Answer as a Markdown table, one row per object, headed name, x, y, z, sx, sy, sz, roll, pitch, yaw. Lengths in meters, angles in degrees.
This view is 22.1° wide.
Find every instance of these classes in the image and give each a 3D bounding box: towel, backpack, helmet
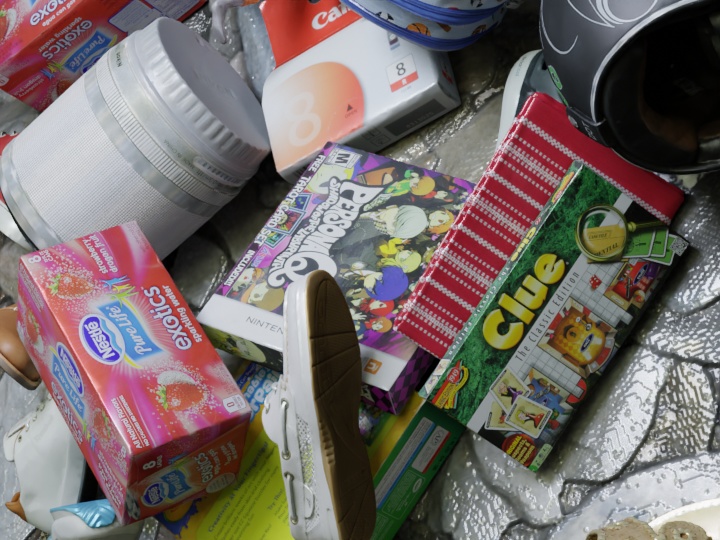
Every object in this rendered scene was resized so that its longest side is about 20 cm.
| name | x | y | z | sx | sy | sz | roll | pitch | yaw |
| --- | --- | --- | --- | --- | --- | --- | --- | --- | --- |
| towel | 0.129 | -0.010 | 1.327 | 0.201 | 0.144 | 0.022 | -58 | 16 | 1 |
| backpack | 0.052 | -0.262 | 1.415 | 0.199 | 0.190 | 0.155 | 25 | 115 | 15 |
| helmet | 0.223 | -0.181 | 1.288 | 0.199 | 0.200 | 0.191 | -30 | 36 | 21 |

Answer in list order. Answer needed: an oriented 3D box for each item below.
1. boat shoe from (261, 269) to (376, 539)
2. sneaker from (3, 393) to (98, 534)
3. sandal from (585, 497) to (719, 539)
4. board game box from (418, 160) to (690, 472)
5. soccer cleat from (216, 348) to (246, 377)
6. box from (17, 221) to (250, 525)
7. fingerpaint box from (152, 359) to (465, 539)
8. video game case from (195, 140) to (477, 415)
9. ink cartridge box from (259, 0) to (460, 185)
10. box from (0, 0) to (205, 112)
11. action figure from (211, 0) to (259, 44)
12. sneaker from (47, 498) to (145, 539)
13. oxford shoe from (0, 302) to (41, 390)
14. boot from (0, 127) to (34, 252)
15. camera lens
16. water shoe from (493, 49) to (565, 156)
| name | x | y | z | sx | sy | sz | roll | pitch | yaw |
| --- | --- | --- | --- | --- | --- | --- | --- | --- | --- |
| boat shoe | -0.040 | 0.101 | 1.299 | 0.069 | 0.071 | 0.202 | -2 | 97 | 31 |
| sneaker | -0.250 | 0.124 | 1.510 | 0.084 | 0.073 | 0.201 | 19 | 108 | 9 |
| sandal | 0.168 | 0.208 | 1.242 | 0.211 | 0.070 | 0.078 | -27 | 59 | 23 |
| board game box | 0.138 | 0.034 | 1.314 | 0.201 | 0.104 | 0.023 | -57 | 14 | 1 |
| soccer cleat | -0.136 | 0.116 | 1.478 | 0.200 | 0.069 | 0.078 | -45 | 34 | 29 |
| box | -0.172 | 0.074 | 1.375 | 0.099 | 0.096 | 0.201 | -18 | 56 | -25 |
| fingerpaint box | -0.042 | 0.150 | 1.407 | 0.166 | 0.073 | 0.201 | 33 | 89 | 38 |
| video game case | 0.000 | 0.000 | 1.402 | 0.180 | 0.036 | 0.200 | 19 | 58 | 30 |
| ink cartridge box | -0.013 | -0.189 | 1.540 | 0.161 | 0.050 | 0.201 | -28 | 61 | 22 |
| box | -0.253 | -0.244 | 1.694 | 0.199 | 0.100 | 0.096 | -35 | 55 | 19 |
| action figure | -0.063 | -0.275 | 1.548 | 0.193 | 0.105 | 0.200 | -38 | 42 | -15 |
| sneaker | -0.205 | 0.228 | 1.440 | 0.076 | 0.200 | 0.081 | -6 | 69 | -14 |
| oxford shoe | -0.272 | 0.046 | 1.550 | 0.071 | 0.200 | 0.071 | -43 | 98 | 7 |
| boot | -0.314 | -0.117 | 1.711 | 0.200 | 0.072 | 0.145 | 34 | 86 | 37 |
| camera lens | -0.191 | -0.093 | 1.551 | 0.200 | 0.160 | 0.161 | -39 | 54 | 16 |
| water shoe | 0.142 | -0.078 | 1.365 | 0.079 | 0.071 | 0.202 | -15 | 64 | 44 |
